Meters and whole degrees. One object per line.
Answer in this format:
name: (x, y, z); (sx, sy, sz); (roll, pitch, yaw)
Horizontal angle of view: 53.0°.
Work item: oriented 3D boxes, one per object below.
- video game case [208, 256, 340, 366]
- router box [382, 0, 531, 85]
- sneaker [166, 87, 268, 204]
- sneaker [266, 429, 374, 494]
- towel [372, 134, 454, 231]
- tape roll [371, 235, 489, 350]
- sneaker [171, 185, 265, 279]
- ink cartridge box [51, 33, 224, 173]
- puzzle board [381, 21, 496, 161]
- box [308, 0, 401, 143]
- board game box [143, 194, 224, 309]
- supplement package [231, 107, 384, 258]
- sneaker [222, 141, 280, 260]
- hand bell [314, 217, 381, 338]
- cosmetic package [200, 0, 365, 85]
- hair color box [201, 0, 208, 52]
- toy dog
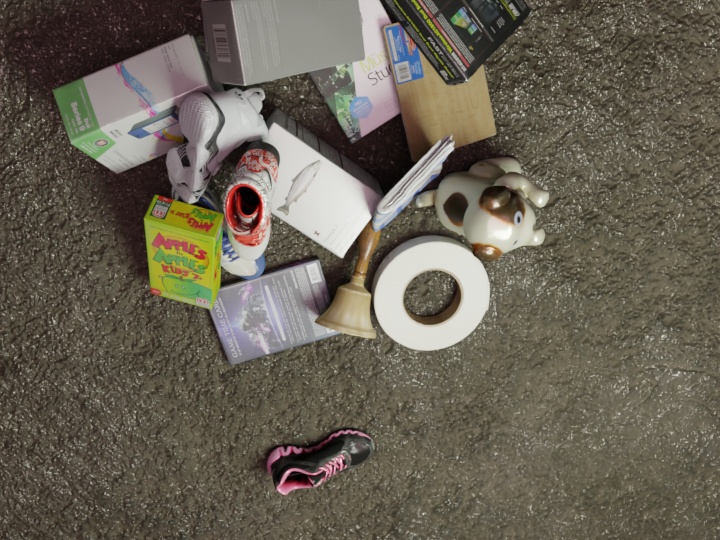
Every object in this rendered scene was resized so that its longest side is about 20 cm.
video game case: (-0.146, 0.070, 1.215); (0.199, 0.019, 0.143); (-16, 112, 0)
router box: (0.128, -0.388, 1.025); (0.150, 0.062, 0.200); (-47, 110, -11)
sneaker: (-0.194, -0.172, 0.992); (0.115, 0.075, 0.200); (-26, 161, -35)
sneaker: (-0.068, 0.351, 1.294); (0.199, 0.095, 0.079); (-16, 111, -3)
towel: (0.073, -0.120, 1.063); (0.024, 0.200, 0.147); (44, 85, 3)
tape roll: (0.120, 0.040, 1.228); (0.202, 0.037, 0.204); (-2, 111, -6)
sneaker: (-0.224, -0.053, 1.119); (0.075, 0.088, 0.200); (-38, 112, 6)
ink cartridge box: (-0.292, -0.227, 1.003); (0.199, 0.145, 0.088); (-24, 80, 1)
puzzle board: (0.120, -0.281, 1.085); (0.150, 0.017, 0.201); (-20, 107, -17)
box: (-0.005, -0.312, 1.075); (0.144, 0.036, 0.200); (-32, 111, 5)
board game box: (-0.263, -0.022, 1.081); (0.101, 0.048, 0.200); (16, 146, -3)
supplement package: (-0.079, -0.133, 1.091); (0.200, 0.117, 0.117); (32, 106, -17)
sneaker: (-0.158, -0.068, 0.991); (0.067, 0.108, 0.202); (15, 130, -4)
hand bell: (0.000, 0.000, 1.174); (0.104, 0.104, 0.201); (14, 92, -13)
cosmetic package: (-0.097, -0.314, 0.953); (0.199, 0.090, 0.107); (-22, 117, -36)
hair color box: (-0.165, -0.405, 0.992); (0.099, 0.061, 0.201); (4, 112, 9)
toy dog: (0.194, -0.095, 1.097); (0.193, 0.200, 0.140); (12, 109, -12)
